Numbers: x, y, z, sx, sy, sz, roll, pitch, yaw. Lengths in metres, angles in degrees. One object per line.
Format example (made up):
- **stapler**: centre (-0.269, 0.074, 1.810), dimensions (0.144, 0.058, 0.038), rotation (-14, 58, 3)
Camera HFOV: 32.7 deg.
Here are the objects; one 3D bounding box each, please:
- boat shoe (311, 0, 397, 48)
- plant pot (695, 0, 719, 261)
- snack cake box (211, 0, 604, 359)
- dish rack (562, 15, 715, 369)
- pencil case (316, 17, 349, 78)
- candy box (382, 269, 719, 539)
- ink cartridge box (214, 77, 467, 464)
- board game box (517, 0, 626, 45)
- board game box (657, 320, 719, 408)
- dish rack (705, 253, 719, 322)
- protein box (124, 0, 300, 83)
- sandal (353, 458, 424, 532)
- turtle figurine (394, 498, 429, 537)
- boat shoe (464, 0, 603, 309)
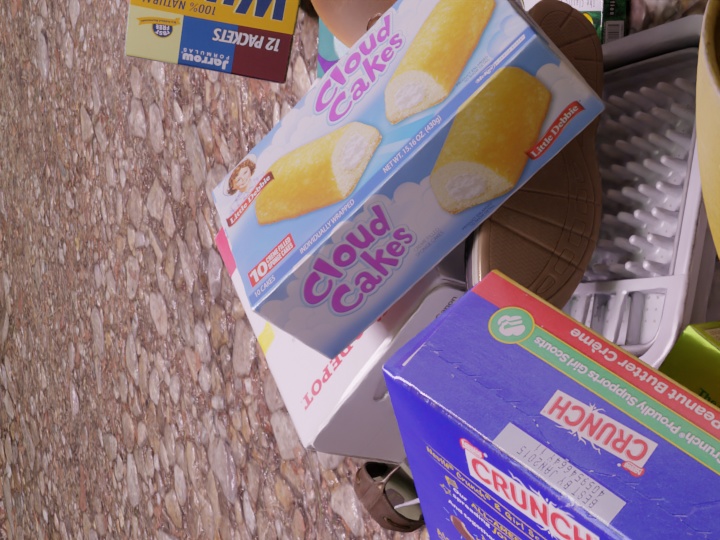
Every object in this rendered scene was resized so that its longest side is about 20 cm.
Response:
- **boat shoe**: centre (0.029, -0.166, 0.852), dimensions (0.070, 0.070, 0.201), rotation (-42, 65, 25)
- **plant pot**: centre (0.224, -0.027, 0.497), dimensions (0.142, 0.199, 0.201), rotation (90, 156, -49)
- **snack cake box**: centre (0.018, -0.064, 0.658), dimensions (0.200, 0.067, 0.115), rotation (-44, 40, 15)
- **dish rack**: centre (0.150, -0.033, 0.705), dimensions (0.171, 0.043, 0.201), rotation (-6, 71, 64)
- **pencil case**: centre (0.013, -0.223, 0.934), dimensions (0.085, 0.092, 0.201), rotation (10, 106, 21)
- **candy box**: centre (0.105, 0.118, 0.547), dimensions (0.169, 0.077, 0.200), rotation (35, 157, 32)
- **ink cartridge box**: centre (0.000, 0.000, 0.776), dimensions (0.145, 0.083, 0.200), rotation (-53, 42, 25)
- **board game box**: centre (0.107, -0.202, 0.828), dimensions (0.200, 0.023, 0.106), rotation (22, 113, 59)
- **board game box**: centre (0.224, 0.098, 0.522), dimensions (0.200, 0.101, 0.048), rotation (42, 114, 29)
- **dish rack**: centre (0.218, 0.065, 0.652), dimensions (0.200, 0.043, 0.173), rotation (-16, 82, 62)
- **protein box**: centre (-0.110, -0.294, 1.022), dimensions (0.200, 0.134, 0.200), rotation (-93, 14, -58)
- **sandal**: centre (0.027, 0.174, 0.949), dimensions (0.080, 0.057, 0.201), rotation (47, 161, 14)
- **turtle figurine**: centre (0.111, 0.161, 0.801), dimensions (0.199, 0.101, 0.150), rotation (16, 146, 47)
- **boat shoe**: centre (0.092, -0.056, 0.693), dimensions (0.065, 0.072, 0.201), rotation (145, 138, -61)
